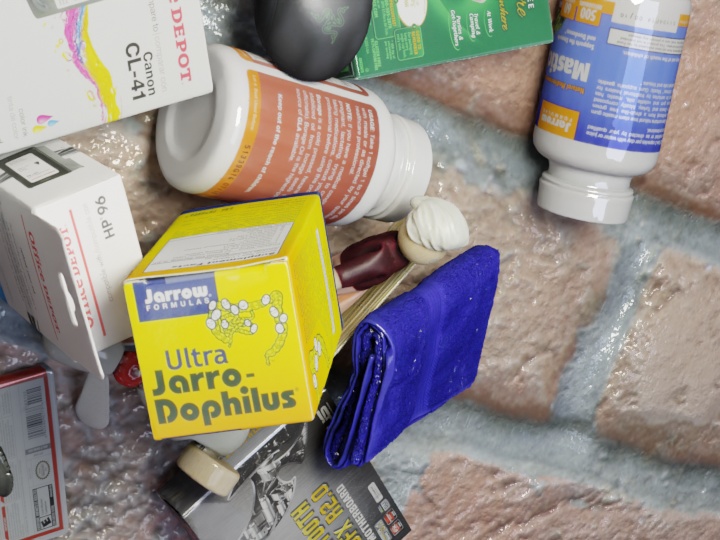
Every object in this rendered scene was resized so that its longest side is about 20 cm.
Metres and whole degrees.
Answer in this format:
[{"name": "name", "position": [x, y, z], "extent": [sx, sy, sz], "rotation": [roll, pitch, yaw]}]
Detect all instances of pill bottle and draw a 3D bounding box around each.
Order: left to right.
[{"name": "pill bottle", "position": [-0.046, -0.096, 1.230], "extent": [0.199, 0.112, 0.113], "rotation": [13, 100, -37]}, {"name": "pill bottle", "position": [0.210, -0.146, 1.391], "extent": [0.112, 0.112, 0.201], "rotation": [1, 107, -35]}]

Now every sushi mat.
[{"name": "sushi mat", "position": [-0.008, 0.029, 1.317], "extent": [0.012, 0.096, 0.200], "rotation": [45, 80, -17]}]

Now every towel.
[{"name": "towel", "position": [0.051, 0.072, 1.338], "extent": [0.200, 0.049, 0.148], "rotation": [-33, 146, -51]}]

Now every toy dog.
[{"name": "toy dog", "position": [-0.156, 0.085, 1.254], "extent": [0.132, 0.096, 0.200], "rotation": [-39, 110, -13]}]

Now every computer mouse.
[{"name": "computer mouse", "position": [-0.035, -0.239, 1.169], "extent": [0.138, 0.053, 0.201], "rotation": [-1, 84, -27]}]

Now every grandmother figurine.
[{"name": "grandmother figurine", "position": [0.000, 0.000, 1.257], "extent": [0.061, 0.199, 0.121], "rotation": [56, 31, -10]}]

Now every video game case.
[{"name": "video game case", "position": [-0.317, 0.160, 1.198], "extent": [0.199, 0.017, 0.144], "rotation": [-15, 115, -30]}]

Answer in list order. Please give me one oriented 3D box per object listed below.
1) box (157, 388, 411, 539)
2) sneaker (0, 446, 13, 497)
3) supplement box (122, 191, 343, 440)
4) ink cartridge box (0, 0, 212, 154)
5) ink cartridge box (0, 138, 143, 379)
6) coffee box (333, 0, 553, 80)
[{"name": "box", "position": [-0.060, 0.205, 1.367], "extent": [0.158, 0.048, 0.200], "rotation": [-41, 130, -16]}, {"name": "sneaker", "position": [-0.320, 0.093, 1.121], "extent": [0.091, 0.076, 0.201], "rotation": [-32, 109, -19]}, {"name": "supplement box", "position": [-0.080, 0.025, 1.100], "extent": [0.108, 0.200, 0.110], "rotation": [-8, 104, 7]}, {"name": "ink cartridge box", "position": [-0.213, -0.171, 1.102], "extent": [0.199, 0.086, 0.148], "rotation": [-20, 118, -26]}, {"name": "ink cartridge box", "position": [-0.202, -0.018, 1.094], "extent": [0.068, 0.200, 0.117], "rotation": [-25, 121, -25]}, {"name": "coffee box", "position": [0.059, -0.225, 1.283], "extent": [0.199, 0.044, 0.124], "rotation": [-16, 102, -30]}]
